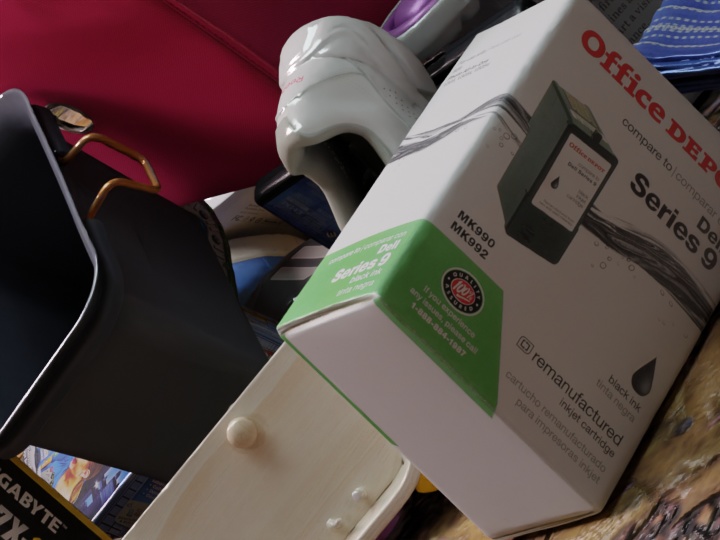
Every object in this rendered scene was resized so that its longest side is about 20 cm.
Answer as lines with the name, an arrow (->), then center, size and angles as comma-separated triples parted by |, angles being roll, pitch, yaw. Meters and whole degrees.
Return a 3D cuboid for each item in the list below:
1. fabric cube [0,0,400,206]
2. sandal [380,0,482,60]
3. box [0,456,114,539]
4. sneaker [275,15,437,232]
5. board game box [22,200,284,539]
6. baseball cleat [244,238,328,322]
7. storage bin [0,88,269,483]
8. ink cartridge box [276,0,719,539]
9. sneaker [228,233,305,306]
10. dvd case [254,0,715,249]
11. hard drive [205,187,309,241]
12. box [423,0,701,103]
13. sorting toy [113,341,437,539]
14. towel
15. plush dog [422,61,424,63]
fabric cube -> -0.089, -0.169, 1.558 | 0.199, 0.196, 0.200 | -11, 52, 47
sandal -> 0.059, -0.185, 1.500 | 0.082, 0.050, 0.203 | -23, 29, 47
box -> -0.194, 0.171, 1.565 | 0.200, 0.160, 0.049 | -25, 26, 53
sneaker -> 0.037, -0.030, 1.406 | 0.078, 0.200, 0.099 | -49, 16, 45
board game box -> -0.106, 0.057, 1.635 | 0.200, 0.062, 0.200 | -41, 41, 31
baseball cleat -> 0.000, 0.000, 1.617 | 0.200, 0.070, 0.106 | -44, 1, 10
storage bin -> -0.130, 0.012, 1.521 | 0.146, 0.134, 0.200 | -53, 37, 18
ink cartridge box -> 0.078, -0.005, 1.326 | 0.084, 0.146, 0.200 | -23, 28, 53
sneaker -> -0.105, 0.058, 1.777 | 0.200, 0.111, 0.077 | -19, -28, -11
dvd case -> 0.063, -0.051, 1.481 | 0.200, 0.143, 0.018 | -33, 37, 38
hard drive -> -0.083, -0.017, 1.827 | 0.200, 0.026, 0.132 | -38, -23, 26
box -> 0.136, -0.178, 1.613 | 0.199, 0.131, 0.200 | -49, 17, -10
sorting toy -> -0.024, 0.085, 1.475 | 0.200, 0.107, 0.180 | -50, 6, 9
towel -> 0.212, -0.143, 1.414 | 0.145, 0.024, 0.200 | -7, 28, 26
plush dog -> 0.012, -0.153, 1.748 | 0.160, 0.200, 0.172 | -4, 80, 63
